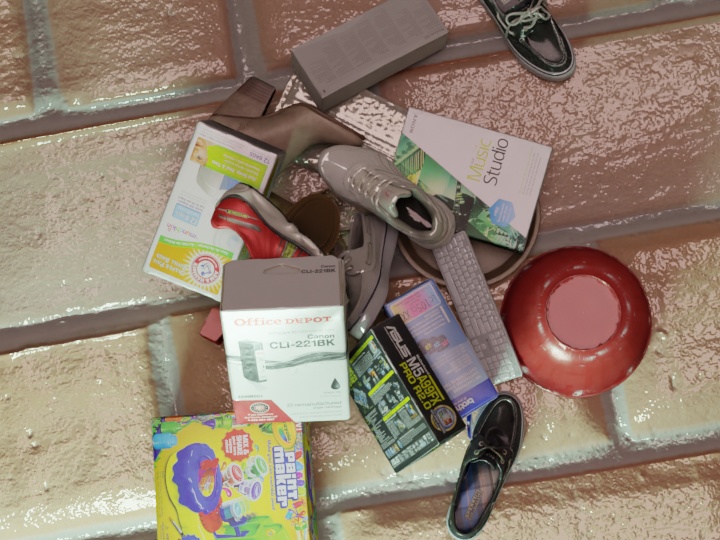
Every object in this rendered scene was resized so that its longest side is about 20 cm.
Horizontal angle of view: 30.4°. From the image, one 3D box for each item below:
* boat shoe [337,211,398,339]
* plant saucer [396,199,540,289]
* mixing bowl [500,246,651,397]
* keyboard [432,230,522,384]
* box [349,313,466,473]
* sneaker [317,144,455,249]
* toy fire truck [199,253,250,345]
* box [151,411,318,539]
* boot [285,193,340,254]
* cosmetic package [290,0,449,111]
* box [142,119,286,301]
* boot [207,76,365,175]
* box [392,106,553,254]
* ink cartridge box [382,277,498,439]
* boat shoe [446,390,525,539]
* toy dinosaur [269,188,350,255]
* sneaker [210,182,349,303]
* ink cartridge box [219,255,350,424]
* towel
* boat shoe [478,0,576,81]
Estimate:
[{"bbox_3d":[0.000,0.000,1.677,0.065,0.072,0.201,28,46,-14],"label":"boat shoe"},{"bbox_3d":[0.139,-0.073,1.762,0.198,0.029,0.202,-1,81,4],"label":"plant saucer"},{"bbox_3d":[0.280,0.060,1.694,0.199,0.108,0.202,0,83,4],"label":"mixing bowl"},{"bbox_3d":[0.150,0.050,1.720,0.056,0.011,0.201,-22,90,30],"label":"keyboard"},{"bbox_3d":[0.046,0.157,1.649,0.044,0.200,0.161,-27,79,-21],"label":"box"},{"bbox_3d":[0.032,-0.101,1.673,0.199,0.099,0.078,30,92,6],"label":"sneaker"},{"bbox_3d":[-0.193,-0.018,1.768,0.140,0.049,0.201,29,83,6],"label":"toy fire truck"},{"bbox_3d":[-0.156,0.281,1.686,0.191,0.122,0.202,-6,81,2],"label":"box"},{"bbox_3d":[-0.103,0.005,1.715,0.073,0.155,0.201,30,61,-7],"label":"boot"},{"bbox_3d":[0.012,-0.295,1.771,0.199,0.051,0.083,-29,74,-14],"label":"cosmetic package"},{"bbox_3d":[-0.183,-0.076,1.674,0.112,0.101,0.201,23,98,0],"label":"box"},{"bbox_3d":[-0.112,-0.157,1.741,0.199,0.070,0.147,27,87,11],"label":"boot"},{"bbox_3d":[0.137,-0.118,1.736,0.199,0.036,0.145,16,85,7],"label":"box"},{"bbox_3d":[0.106,0.114,1.676,0.076,0.136,0.201,-31,88,-1],"label":"ink cartridge box"},{"bbox_3d":[0.159,0.249,1.695,0.070,0.066,0.201,24,84,7],"label":"boat shoe"},{"bbox_3d":[-0.070,-0.065,1.762,0.101,0.058,0.200,-39,81,-1],"label":"toy dinosaur"},{"bbox_3d":[-0.099,-0.016,1.605,0.200,0.077,0.085,43,88,-8],"label":"sneaker"},{"bbox_3d":[-0.086,0.085,1.578,0.143,0.201,0.084,-3,42,0],"label":"ink cartridge box"},{"bbox_3d":[-0.025,-0.186,1.789,0.199,0.034,0.133,27,86,6],"label":"towel"},{"bbox_3d":[0.219,-0.342,1.775,0.073,0.068,0.200,-32,81,-1],"label":"boat shoe"}]
